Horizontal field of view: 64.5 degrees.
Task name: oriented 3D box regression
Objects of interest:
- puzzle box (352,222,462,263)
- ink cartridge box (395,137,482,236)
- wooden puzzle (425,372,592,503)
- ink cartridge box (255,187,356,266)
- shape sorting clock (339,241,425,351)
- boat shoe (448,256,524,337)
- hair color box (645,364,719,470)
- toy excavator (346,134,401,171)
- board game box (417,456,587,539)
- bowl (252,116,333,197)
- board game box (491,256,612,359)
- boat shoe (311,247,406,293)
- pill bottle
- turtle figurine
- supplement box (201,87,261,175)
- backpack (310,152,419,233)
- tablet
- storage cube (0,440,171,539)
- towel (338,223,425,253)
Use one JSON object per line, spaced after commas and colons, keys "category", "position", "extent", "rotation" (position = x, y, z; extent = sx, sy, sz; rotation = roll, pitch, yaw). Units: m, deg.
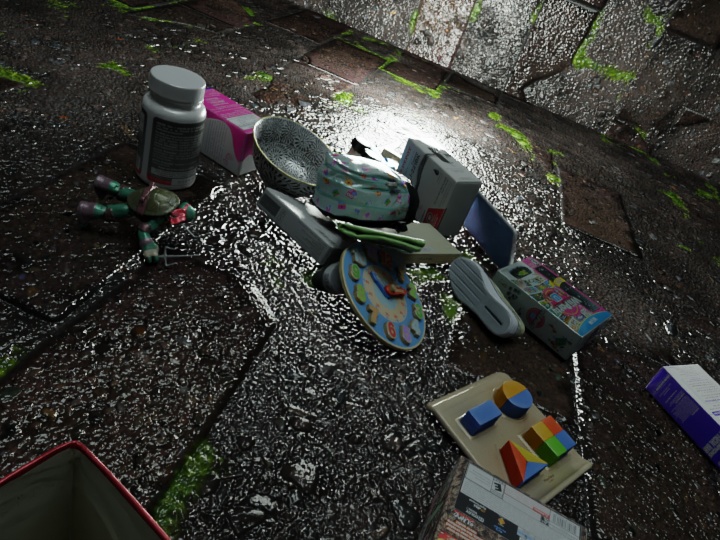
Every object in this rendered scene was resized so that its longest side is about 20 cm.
{"category": "puzzle box", "position": [0.094, -0.059, 1.176], "extent": [0.198, 0.026, 0.133], "rotation": [0, 34, -30]}
{"category": "ink cartridge box", "position": [0.166, -0.194, 1.312], "extent": [0.083, 0.145, 0.200], "rotation": [-4, 40, -33]}
{"category": "wooden puzzle", "position": [0.220, 0.231, 0.826], "extent": [0.184, 0.047, 0.200], "rotation": [-12, 45, -40]}
{"category": "ink cartridge box", "position": [-0.080, -0.072, 1.091], "extent": [0.200, 0.044, 0.173], "rotation": [42, 12, 27]}
{"category": "shape sorting clock", "position": [0.041, 0.038, 0.941], "extent": [0.199, 0.039, 0.201], "rotation": [36, 32, -27]}
{"category": "boat shoe", "position": [0.235, 0.055, 1.083], "extent": [0.062, 0.072, 0.201], "rotation": [25, 27, -45]}
{"category": "hair color box", "position": [0.618, 0.260, 1.002], "extent": [0.108, 0.065, 0.201], "rotation": [3, 36, -28]}
{"category": "toy excavator", "position": [0.042, -0.251, 1.387], "extent": [0.199, 0.100, 0.195], "rotation": [15, 33, -35]}
{"category": "board game box", "position": [0.133, 0.328, 0.590], "extent": [0.158, 0.097, 0.200], "rotation": [28, 33, 10]}
{"category": "bowl", "position": [-0.151, -0.217, 1.190], "extent": [0.199, 0.094, 0.202], "rotation": [25, 39, -22]}
{"category": "board game box", "position": [0.367, 0.066, 1.120], "extent": [0.147, 0.065, 0.200], "rotation": [-17, 50, -44]}
{"category": "boat shoe", "position": [0.000, 0.000, 1.016], "extent": [0.199, 0.069, 0.056], "rotation": [-11, 5, -44]}
{"category": "pill bottle", "position": [-0.349, -0.263, 1.059], "extent": [0.113, 0.201, 0.114], "rotation": [15, 33, -10]}
{"category": "turtle figurine", "position": [-0.340, -0.093, 0.925], "extent": [0.198, 0.101, 0.150], "rotation": [14, 33, -2]}
{"category": "supplement box", "position": [-0.298, -0.305, 1.241], "extent": [0.199, 0.102, 0.103], "rotation": [34, 34, 18]}
{"category": "backpack", "position": [0.000, -0.155, 1.117], "extent": [0.199, 0.128, 0.166], "rotation": [1, 19, -38]}
{"category": "tablet", "position": [0.283, -0.093, 1.257], "extent": [0.014, 0.131, 0.201], "rotation": [-16, 44, -13]}
{"category": "storage cube", "position": [-0.226, 0.268, 0.391], "extent": [0.199, 0.181, 0.171], "rotation": [34, 35, 21]}
{"category": "towel", "position": [0.036, -0.054, 1.001], "extent": [0.148, 0.031, 0.200], "rotation": [11, 4, 2]}
